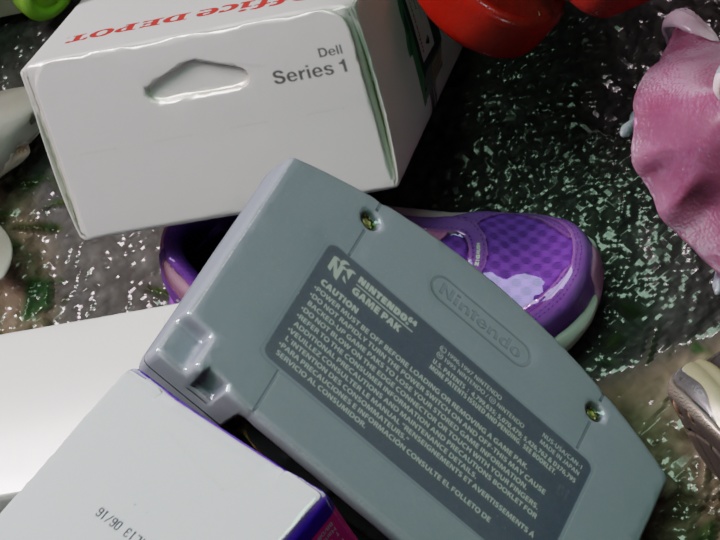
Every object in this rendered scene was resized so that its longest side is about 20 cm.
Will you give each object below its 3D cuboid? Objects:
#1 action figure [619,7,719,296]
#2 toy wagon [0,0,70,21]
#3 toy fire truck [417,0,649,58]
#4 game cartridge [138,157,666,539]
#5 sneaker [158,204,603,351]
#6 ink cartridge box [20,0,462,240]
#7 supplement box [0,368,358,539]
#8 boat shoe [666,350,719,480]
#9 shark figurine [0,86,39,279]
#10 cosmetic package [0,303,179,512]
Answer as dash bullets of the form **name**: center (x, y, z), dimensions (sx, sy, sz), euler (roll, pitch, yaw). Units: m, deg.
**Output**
- **action figure**: center (0.201, -0.071, 1.050), dimensions (0.200, 0.134, 0.149), euler (-43, 15, 42)
- **toy wagon**: center (-0.159, -0.210, 1.364), dimensions (0.200, 0.040, 0.155), euler (-44, 53, -11)
- **toy fire truck**: center (0.078, -0.189, 1.109), dimensions (0.168, 0.112, 0.200), euler (-23, 70, -47)
- **game cartridge**: center (0.022, 0.055, 1.019), dimensions (0.042, 0.200, 0.133), euler (-41, 12, 42)
- **sneaker**: center (0.000, 0.000, 1.125), dimensions (0.200, 0.089, 0.081), euler (-2, 55, 20)
- **ink cartridge box**: center (-0.042, -0.097, 1.153), dimensions (0.146, 0.084, 0.200), euler (-9, 23, 17)
- **supplement box**: center (-0.045, 0.142, 0.974), dimensions (0.101, 0.200, 0.103), euler (30, 71, 34)
- **boat shoe**: center (0.197, 0.082, 0.996), dimensions (0.073, 0.075, 0.200), euler (-40, 53, -7)
- **shark figurine**: center (-0.212, -0.015, 1.204), dimensions (0.128, 0.090, 0.215), euler (-17, 38, 16)
- **cosmetic package**: center (-0.090, 0.078, 1.096), dimensions (0.200, 0.108, 0.085), euler (-8, 55, 15)
